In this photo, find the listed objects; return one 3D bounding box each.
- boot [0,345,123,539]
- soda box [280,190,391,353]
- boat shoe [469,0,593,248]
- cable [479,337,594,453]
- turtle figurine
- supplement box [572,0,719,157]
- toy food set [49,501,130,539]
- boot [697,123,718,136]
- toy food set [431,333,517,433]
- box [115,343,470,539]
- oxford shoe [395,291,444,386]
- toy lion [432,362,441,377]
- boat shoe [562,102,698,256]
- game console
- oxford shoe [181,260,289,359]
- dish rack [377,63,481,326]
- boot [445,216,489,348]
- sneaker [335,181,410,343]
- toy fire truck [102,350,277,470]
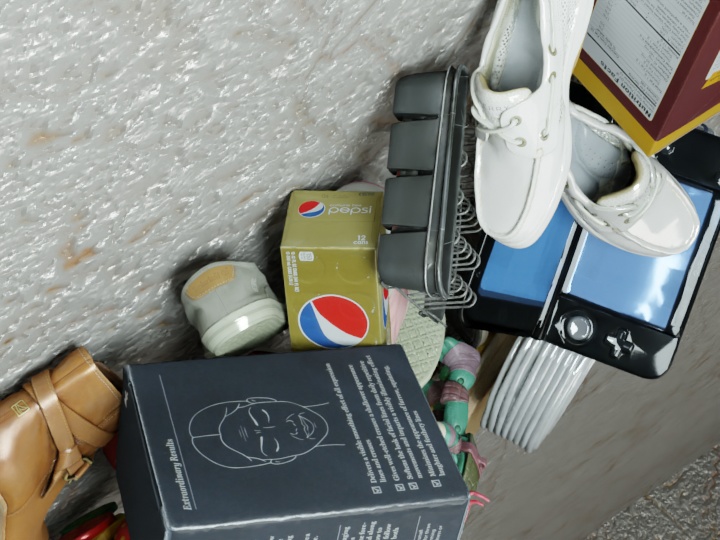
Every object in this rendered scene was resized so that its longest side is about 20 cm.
[{"bbox_3d":[-0.215,0.136,1.036,0.154,0.074,0.200,-41,164,-8],"label":"boot"},{"bbox_3d":[-0.013,0.042,1.065,0.067,0.064,0.202,1,130,6],"label":"soda box"},{"bbox_3d":[0.100,-0.113,0.983,0.069,0.070,0.203,-8,110,-51],"label":"boat shoe"},{"bbox_3d":[0.186,0.075,1.394,0.200,0.069,0.201,-50,166,-39],"label":"cable"},{"bbox_3d":[0.062,0.167,1.338,0.150,0.100,0.201,-47,-161,45],"label":"turtle figurine"},{"bbox_3d":[0.247,-0.220,1.002,0.196,0.133,0.201,-31,159,-23],"label":"supplement box"},{"bbox_3d":[-0.243,0.245,1.159,0.199,0.049,0.198,-31,-175,-25],"label":"toy food set"},{"bbox_3d":[0.224,-0.107,1.253,0.198,0.072,0.091,-26,118,-28],"label":"boot"},{"bbox_3d":[0.123,0.105,1.533,0.200,0.048,0.199,-43,161,-50],"label":"toy food set"},{"bbox_3d":[-0.050,0.141,0.977,0.197,0.149,0.108,-2,129,-19],"label":"box"},{"bbox_3d":[0.013,0.101,1.279,0.202,0.075,0.058,-65,-169,-26],"label":"oxford shoe"},{"bbox_3d":[0.004,0.143,1.467,0.191,0.069,0.201,-34,160,-39],"label":"toy lion"},{"bbox_3d":[0.184,-0.064,1.083,0.199,0.069,0.071,31,90,-29],"label":"boat shoe"},{"bbox_3d":[0.188,-0.028,1.152,0.116,0.174,0.203,-25,135,-79],"label":"game console"},{"bbox_3d":[-0.089,0.028,1.055,0.075,0.058,0.200,-32,174,-4],"label":"oxford shoe"},{"bbox_3d":[0.058,-0.043,1.047,0.200,0.054,0.156,41,54,-71],"label":"dish rack"},{"bbox_3d":[0.143,-0.018,1.350,0.150,0.073,0.201,-34,154,-16],"label":"boot"},{"bbox_3d":[0.000,0.000,1.144,0.105,0.074,0.202,-76,169,-53],"label":"sneaker"},{"bbox_3d":[-0.093,0.131,1.179,0.168,0.112,0.200,-43,161,12],"label":"toy fire truck"}]
